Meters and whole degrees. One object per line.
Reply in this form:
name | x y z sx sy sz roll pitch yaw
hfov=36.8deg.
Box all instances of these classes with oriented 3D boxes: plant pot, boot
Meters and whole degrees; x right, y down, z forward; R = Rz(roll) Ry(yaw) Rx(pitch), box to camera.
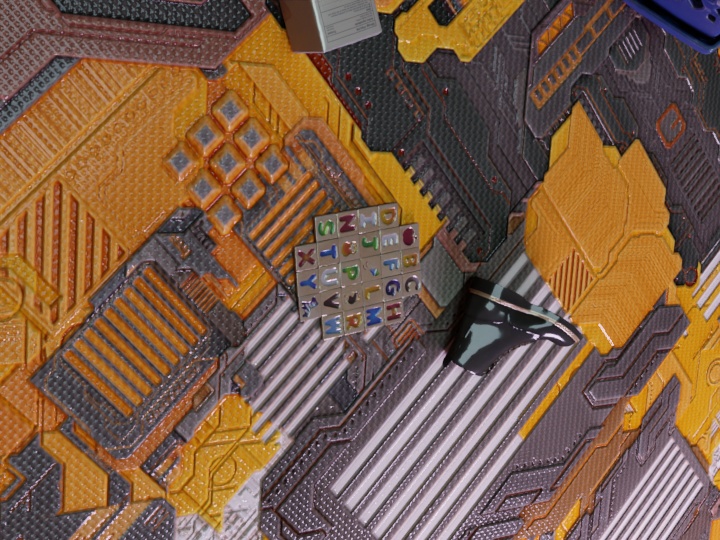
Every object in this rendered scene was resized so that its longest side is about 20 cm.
plant pot | 0.508 -0.445 1.577 0.200 0.200 0.180 -40 157 -23
boot | 0.217 0.107 1.581 0.200 0.077 0.138 25 89 -23

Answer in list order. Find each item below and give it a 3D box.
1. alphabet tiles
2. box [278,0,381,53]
alphabet tiles | 0.000 0.000 1.440 0.200 0.006 0.167 -12 106 -33
box | -0.051 -0.367 1.287 0.095 0.078 0.200 -24 112 -29
